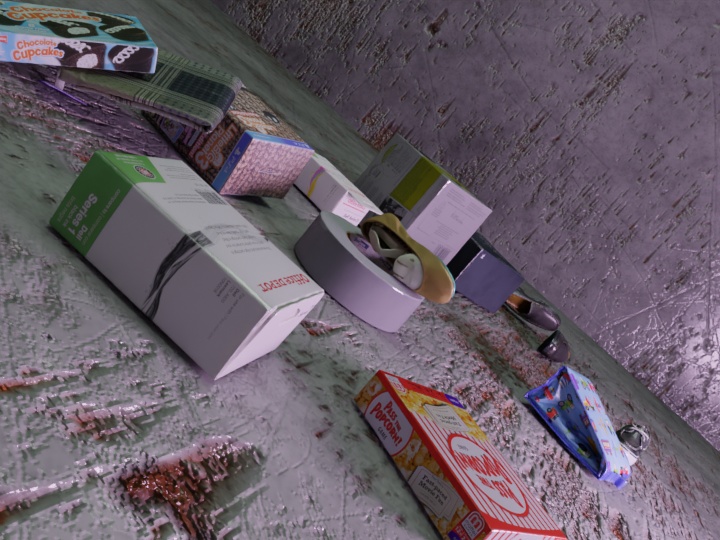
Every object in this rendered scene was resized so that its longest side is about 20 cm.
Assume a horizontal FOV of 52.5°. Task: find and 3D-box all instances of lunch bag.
[{"bbox_3d":[0.394,0.279,1.251,0.150,0.094,0.200,27,27,-53],"label":"lunch bag"}]

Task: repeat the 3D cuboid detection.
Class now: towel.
[{"bbox_3d":[-0.267,-0.245,0.954,0.199,0.035,0.193,19,31,-9],"label":"towel"}]

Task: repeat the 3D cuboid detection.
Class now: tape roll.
[{"bbox_3d":[0.000,0.000,1.083,0.200,0.066,0.200,39,12,-10],"label":"tape roll"}]

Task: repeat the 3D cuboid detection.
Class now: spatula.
[{"bbox_3d":[-0.382,-0.249,0.929,0.056,0.021,0.200,27,17,-36],"label":"spatula"}]

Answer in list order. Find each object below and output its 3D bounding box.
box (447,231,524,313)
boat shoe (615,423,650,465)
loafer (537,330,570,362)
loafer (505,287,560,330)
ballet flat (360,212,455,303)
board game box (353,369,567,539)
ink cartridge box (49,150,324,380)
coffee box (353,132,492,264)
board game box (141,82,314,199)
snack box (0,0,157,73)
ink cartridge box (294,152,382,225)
[{"bbox_3d":[0.262,-0.025,1.786,0.200,0.124,0.197,29,15,-42],"label":"box"},{"bbox_3d":[0.548,0.341,1.485,0.072,0.071,0.200,45,14,20],"label":"boat shoe"},{"bbox_3d":[0.497,0.196,1.836,0.072,0.073,0.200,48,16,15],"label":"loafer"},{"bbox_3d":[0.465,0.110,2.025,0.199,0.073,0.072,31,22,3],"label":"loafer"},{"bbox_3d":[0.061,-0.016,1.062,0.063,0.069,0.200,-4,34,-31],"label":"ballet flat"},{"bbox_3d":[0.097,0.198,0.732,0.151,0.046,0.200,26,19,-46],"label":"board game box"},{"bbox_3d":[-0.146,-0.009,0.651,0.200,0.084,0.146,42,13,8],"label":"ink cartridge box"},{"bbox_3d":[0.118,-0.137,1.577,0.199,0.200,0.198,25,19,-51],"label":"coffee box"},{"bbox_3d":[-0.199,-0.211,1.109,0.200,0.097,0.159,44,21,19],"label":"board game box"},{"bbox_3d":[-0.361,-0.286,0.888,0.199,0.037,0.116,-4,37,-31],"label":"snack box"},{"bbox_3d":[-0.054,-0.153,1.437,0.200,0.067,0.117,45,13,25],"label":"ink cartridge box"}]
